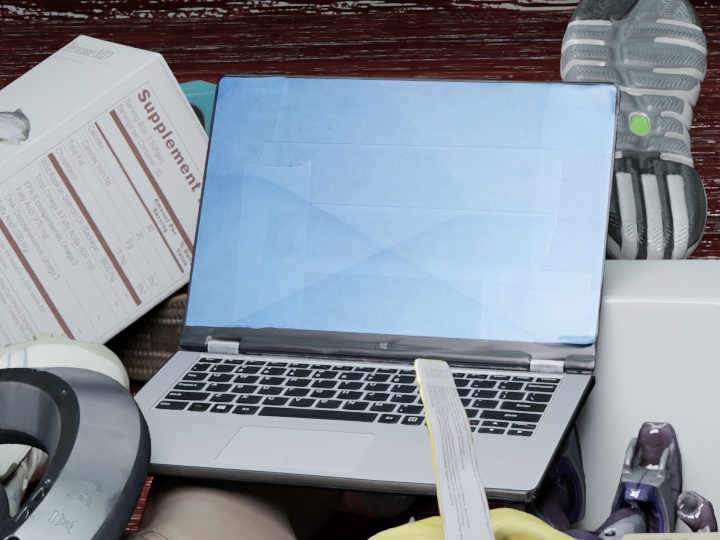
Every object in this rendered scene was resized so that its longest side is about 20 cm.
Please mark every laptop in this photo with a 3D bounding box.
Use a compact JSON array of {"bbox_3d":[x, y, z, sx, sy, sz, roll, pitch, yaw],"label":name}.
[{"bbox_3d":[0.000,0.000,0.966,0.187,0.116,0.200,2,19,16],"label":"laptop"}]

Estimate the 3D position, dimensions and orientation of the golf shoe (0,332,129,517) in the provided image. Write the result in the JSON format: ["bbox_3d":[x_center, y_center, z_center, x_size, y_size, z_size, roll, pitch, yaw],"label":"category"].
[{"bbox_3d":[-0.173,0.092,1.067,0.200,0.079,0.097,-20,39,-40],"label":"golf shoe"}]

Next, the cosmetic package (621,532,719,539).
[{"bbox_3d":[0.189,0.134,0.775,0.199,0.073,0.104,-3,12,2],"label":"cosmetic package"}]

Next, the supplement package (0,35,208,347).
[{"bbox_3d":[-0.179,-0.020,1.244,0.200,0.118,0.117,-37,25,-18],"label":"supplement package"}]

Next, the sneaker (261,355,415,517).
[{"bbox_3d":[0.014,0.036,1.124,0.104,0.075,0.200,1,39,41],"label":"sneaker"}]

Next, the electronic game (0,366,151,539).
[{"bbox_3d":[-0.169,0.104,0.887,0.199,0.042,0.200,-22,27,12],"label":"electronic game"}]

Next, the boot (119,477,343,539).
[{"bbox_3d":[-0.043,0.121,0.908,0.200,0.071,0.146,-14,24,-39],"label":"boot"}]

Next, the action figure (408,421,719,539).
[{"bbox_3d":[0.085,0.108,0.920,0.130,0.070,0.200,8,18,7],"label":"action figure"}]

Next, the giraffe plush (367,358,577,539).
[{"bbox_3d":[-0.030,0.141,0.628,0.162,0.201,0.172,-22,-32,33],"label":"giraffe plush"}]

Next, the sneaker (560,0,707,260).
[{"bbox_3d":[0.131,-0.050,1.196,0.075,0.116,0.200,8,48,-1],"label":"sneaker"}]

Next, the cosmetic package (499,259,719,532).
[{"bbox_3d":[0.162,0.055,1.041,0.199,0.113,0.081,2,14,10],"label":"cosmetic package"}]

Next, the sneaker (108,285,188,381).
[{"bbox_3d":[-0.062,0.037,1.248,0.075,0.071,0.200,-9,15,-32],"label":"sneaker"}]

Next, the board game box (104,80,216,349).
[{"bbox_3d":[-0.168,-0.023,1.346,0.199,0.152,0.047,-9,15,-28],"label":"board game box"}]
